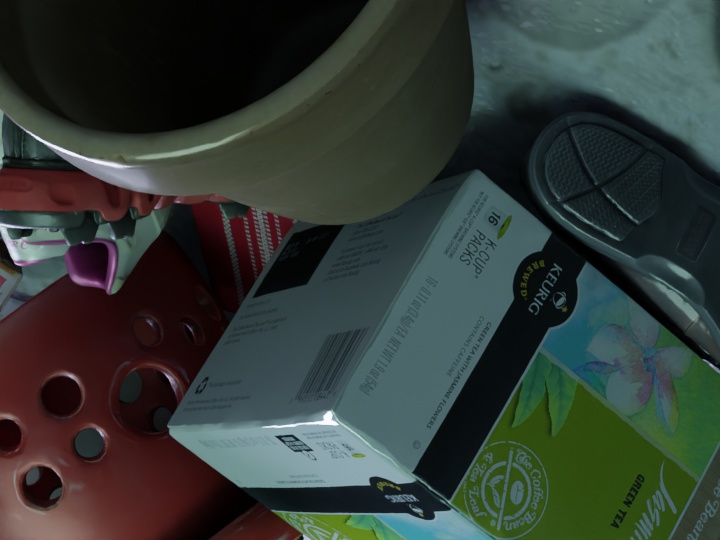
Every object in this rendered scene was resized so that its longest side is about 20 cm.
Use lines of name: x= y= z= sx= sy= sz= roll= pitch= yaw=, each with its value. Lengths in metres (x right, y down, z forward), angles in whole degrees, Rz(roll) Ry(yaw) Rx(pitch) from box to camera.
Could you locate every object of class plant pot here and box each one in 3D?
plant pot: x=-0.035 y=-0.100 z=0.832 sx=0.199 sy=0.202 sz=0.175 roll=12 pitch=164 yaw=26
plant pot: x=-0.135 y=0.107 z=1.136 sx=0.183 sy=0.200 sz=0.200 roll=55 pitch=148 yaw=2

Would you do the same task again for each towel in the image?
towel: x=0.000 y=0.000 z=1.099 sx=0.199 sy=0.023 sz=0.145 roll=18 pitch=149 yaw=17

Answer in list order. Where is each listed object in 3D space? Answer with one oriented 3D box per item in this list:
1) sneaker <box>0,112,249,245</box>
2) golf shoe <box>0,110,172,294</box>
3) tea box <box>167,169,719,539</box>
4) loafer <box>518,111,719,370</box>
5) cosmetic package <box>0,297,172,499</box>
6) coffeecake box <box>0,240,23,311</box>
sneaker: x=-0.084 y=-0.071 z=0.946 sx=0.070 sy=0.200 sz=0.099 roll=5 pitch=101 yaw=40
golf shoe: x=-0.160 y=-0.054 z=0.993 sx=0.075 sy=0.092 sz=0.200 roll=15 pitch=168 yaw=45
tea box: x=0.048 y=0.073 z=0.986 sx=0.196 sy=0.134 sz=0.200 roll=37 pitch=160 yaw=-17
loafer: x=0.156 y=0.000 z=0.938 sx=0.199 sy=0.072 sz=0.063 roll=37 pitch=170 yaw=-3
cosmetic package: x=-0.204 y=0.137 z=1.336 sx=0.199 sy=0.167 sz=0.168 roll=16 pitch=148 yaw=18
coffeecake box: x=-0.293 y=-0.030 z=1.185 sx=0.199 sy=0.073 sz=0.153 roll=35 pitch=178 yaw=-11
